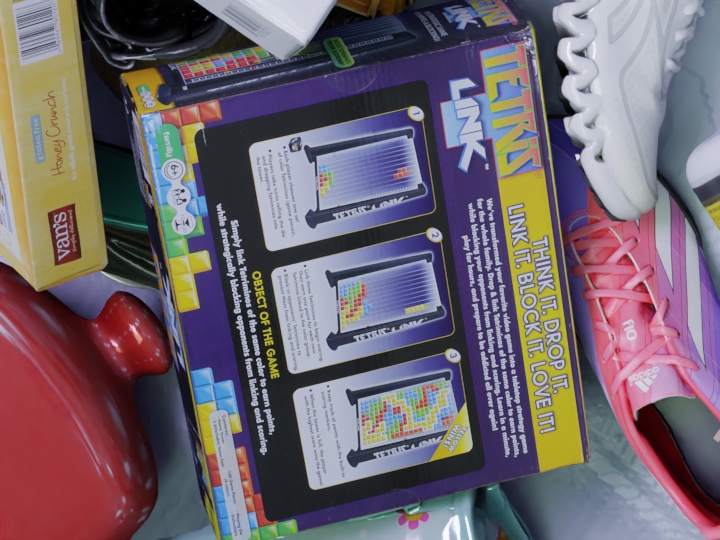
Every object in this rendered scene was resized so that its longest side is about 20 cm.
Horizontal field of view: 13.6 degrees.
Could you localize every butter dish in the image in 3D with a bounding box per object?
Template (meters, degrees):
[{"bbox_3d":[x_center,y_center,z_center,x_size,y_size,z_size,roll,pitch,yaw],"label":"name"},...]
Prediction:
[{"bbox_3d":[-0.151,0.064,1.351,0.148,0.199,0.200,-35,90,0],"label":"butter dish"}]

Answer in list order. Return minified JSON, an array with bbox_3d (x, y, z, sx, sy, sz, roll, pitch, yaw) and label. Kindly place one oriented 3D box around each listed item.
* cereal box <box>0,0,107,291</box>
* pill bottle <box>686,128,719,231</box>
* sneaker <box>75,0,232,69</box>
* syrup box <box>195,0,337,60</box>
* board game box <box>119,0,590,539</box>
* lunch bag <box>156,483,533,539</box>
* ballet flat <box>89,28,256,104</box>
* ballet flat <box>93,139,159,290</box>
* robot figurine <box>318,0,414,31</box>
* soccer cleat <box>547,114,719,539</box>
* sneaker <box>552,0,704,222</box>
[{"bbox_3d":[-0.175,-0.098,1.294,0.200,0.039,0.145,41,143,48],"label":"cereal box"},{"bbox_3d":[0.228,0.008,1.221,0.112,0.112,0.200,-34,91,23],"label":"pill bottle"},{"bbox_3d":[-0.110,-0.122,1.257,0.199,0.099,0.071,-15,113,36],"label":"sneaker"},{"bbox_3d":[-0.003,-0.187,1.152,0.081,0.079,0.200,34,85,-7],"label":"syrup box"},{"bbox_3d":[0.000,0.000,1.246,0.164,0.057,0.201,-13,114,-9],"label":"board game box"},{"bbox_3d":[0.007,0.191,1.340,0.170,0.122,0.201,-12,104,22],"label":"lunch bag"},{"bbox_3d":[-0.037,-0.063,1.312,0.199,0.073,0.068,14,141,14],"label":"ballet flat"},{"bbox_3d":[-0.068,-0.012,1.347,0.199,0.068,0.069,20,150,20],"label":"ballet flat"},{"bbox_3d":[-0.044,-0.173,1.300,0.199,0.058,0.146,24,115,13],"label":"robot figurine"},{"bbox_3d":[0.121,0.024,1.283,0.068,0.073,0.201,-30,90,24],"label":"soccer cleat"},{"bbox_3d":[0.117,-0.121,1.245,0.081,0.075,0.201,-2,92,5],"label":"sneaker"}]
